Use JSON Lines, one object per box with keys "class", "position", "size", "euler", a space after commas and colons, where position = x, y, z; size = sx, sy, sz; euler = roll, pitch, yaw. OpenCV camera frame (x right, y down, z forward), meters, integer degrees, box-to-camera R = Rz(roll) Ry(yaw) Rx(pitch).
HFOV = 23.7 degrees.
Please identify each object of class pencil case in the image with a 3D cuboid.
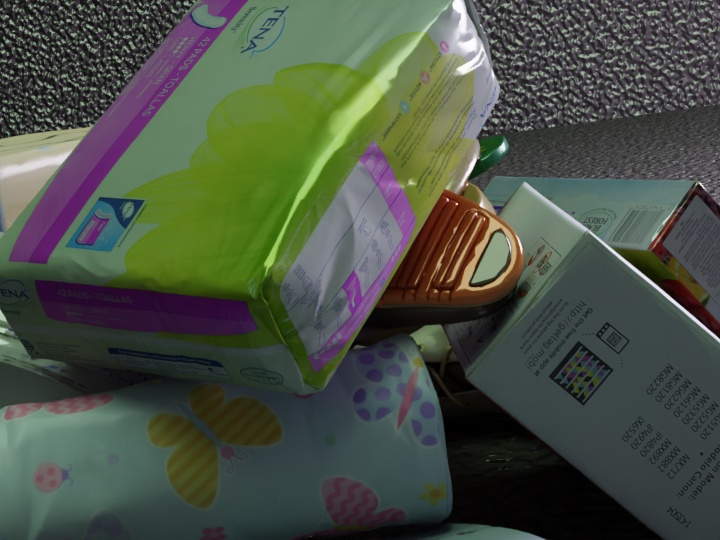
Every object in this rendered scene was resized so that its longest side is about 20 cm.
{"class": "pencil case", "position": [-0.060, 0.084, 0.716], "size": [0.199, 0.084, 0.091], "euler": [-11, -26, -7]}

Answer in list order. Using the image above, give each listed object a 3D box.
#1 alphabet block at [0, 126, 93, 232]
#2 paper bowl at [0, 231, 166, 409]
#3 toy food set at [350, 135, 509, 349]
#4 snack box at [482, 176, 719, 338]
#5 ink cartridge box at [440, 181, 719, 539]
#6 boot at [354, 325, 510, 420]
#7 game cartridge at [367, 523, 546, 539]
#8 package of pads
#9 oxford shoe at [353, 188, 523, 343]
{"class": "alphabet block", "position": [-0.237, 0.008, 1.216], "size": [0.194, 0.198, 0.200], "euler": [-1, 12, 35]}
{"class": "paper bowl", "position": [-0.166, 0.075, 0.826], "size": [0.199, 0.105, 0.201], "euler": [12, -30, 7]}
{"class": "toy food set", "position": [0.000, 0.000, 0.905], "size": [0.200, 0.049, 0.198], "euler": [-41, 12, 27]}
{"class": "snack box", "position": [0.161, 0.010, 0.985], "size": [0.053, 0.142, 0.200], "euler": [-52, 24, -14]}
{"class": "ink cartridge box", "position": [0.129, 0.053, 0.807], "size": [0.084, 0.175, 0.200], "euler": [-50, 7, 5]}
{"class": "boot", "position": [0.039, 0.063, 0.987], "size": [0.154, 0.073, 0.200], "euler": [-11, 4, -18]}
{"class": "game cartridge", "position": [0.009, 0.128, 0.629], "size": [0.132, 0.042, 0.200], "euler": [-7, -1, -7]}
{"class": "package of pads", "position": [-0.043, -0.042, 0.729], "size": [0.154, 0.068, 0.200], "euler": [4, 46, 32]}
{"class": "oxford shoe", "position": [-0.009, 0.005, 0.775], "size": [0.199, 0.073, 0.071], "euler": [5, 48, 35]}
